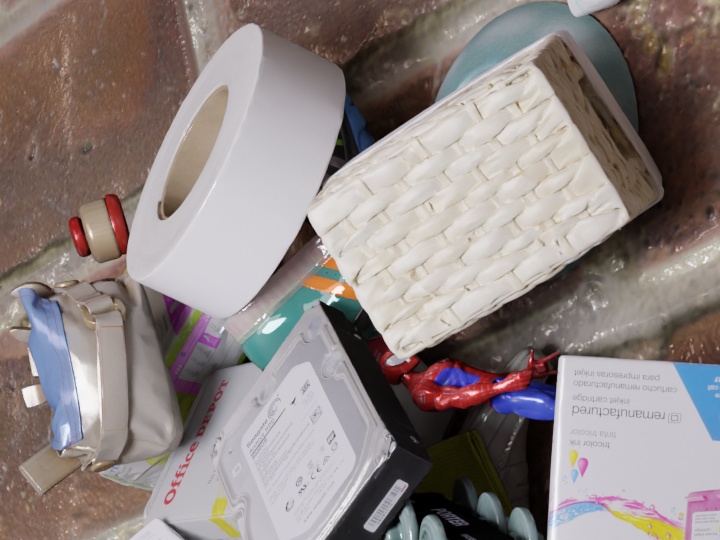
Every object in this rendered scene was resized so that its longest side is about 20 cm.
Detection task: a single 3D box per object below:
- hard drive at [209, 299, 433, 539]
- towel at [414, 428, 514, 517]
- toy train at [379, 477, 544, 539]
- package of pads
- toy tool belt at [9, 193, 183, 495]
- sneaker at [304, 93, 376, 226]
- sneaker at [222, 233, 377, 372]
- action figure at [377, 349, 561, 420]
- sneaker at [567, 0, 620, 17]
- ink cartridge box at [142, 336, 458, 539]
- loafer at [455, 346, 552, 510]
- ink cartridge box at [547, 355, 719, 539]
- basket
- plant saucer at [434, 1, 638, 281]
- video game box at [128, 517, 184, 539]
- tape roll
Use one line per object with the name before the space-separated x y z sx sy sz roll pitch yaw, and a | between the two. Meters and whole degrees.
hard drive | -0.031 0.122 1.510 0.140 0.038 0.200 -54 27 14
towel | 0.080 0.213 1.542 0.086 0.018 0.201 -25 85 20
toy train | 0.057 0.198 1.451 0.200 0.085 0.115 -163 71 -73
package of pads | -0.151 0.055 1.812 0.200 0.068 0.155 -58 31 26
toy tool belt | -0.210 0.053 1.682 0.125 0.122 0.201 91 162 -80
sneaker | -0.028 -0.079 1.705 0.082 0.071 0.200 -26 59 -4
sneaker | 0.000 0.000 1.619 0.200 0.071 0.080 -42 91 10
action figure | 0.105 0.081 1.505 0.199 0.065 0.052 8 100 18
sneaker | 0.137 -0.269 1.575 0.088 0.075 0.201 -38 59 51
ink cartridge box | -0.044 0.138 1.660 0.199 0.083 0.146 -12 44 46
loafer | 0.088 0.148 1.580 0.070 0.070 0.201 27 103 8
ink cartridge box | 0.186 0.156 1.400 0.144 0.085 0.201 3 88 5
basket | 0.078 -0.048 1.495 0.200 0.123 0.136 -32 92 16
plant saucer | 0.105 -0.090 1.602 0.200 0.039 0.202 -7 81 46
video game box | -0.081 0.295 1.653 0.182 0.047 0.201 32 152 39
tape roll | -0.089 -0.069 1.626 0.203 0.071 0.203 -53 22 33
